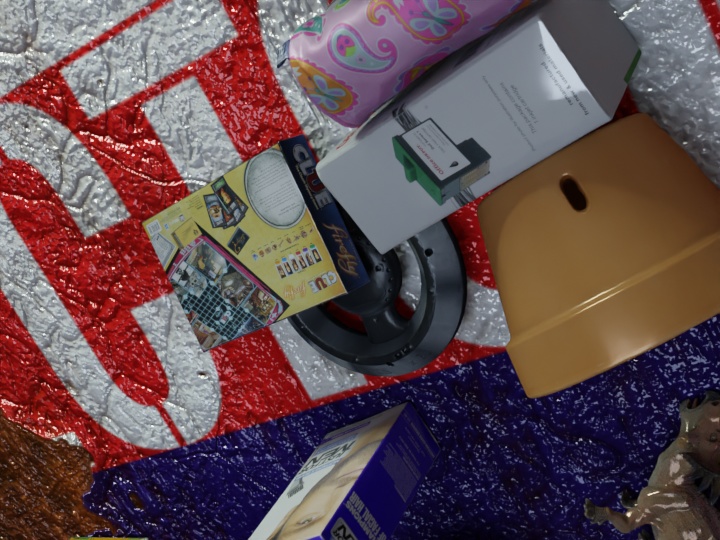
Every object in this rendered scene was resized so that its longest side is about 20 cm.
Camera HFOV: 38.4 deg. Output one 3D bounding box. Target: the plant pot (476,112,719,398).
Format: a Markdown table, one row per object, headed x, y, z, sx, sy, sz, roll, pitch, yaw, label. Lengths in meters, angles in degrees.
| x | y | z | sx | sy | sz | roll | pitch | yaw | label |
| --- | --- | --- | --- | --- | --- | --- | --- | --- | --- |
| 0.174 | -0.017 | 0.732 | 0.200 | 0.200 | 0.140 | -32 | 82 | 34 | plant pot |

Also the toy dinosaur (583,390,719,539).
| x | y | z | sx | sy | sz | roll | pitch | yaw | label |
| --- | --- | --- | --- | --- | --- | --- | --- | --- | --- |
| 0.279 | 0.213 | 0.852 | 0.135 | 0.086 | 0.200 | -20 | 103 | 35 | toy dinosaur |

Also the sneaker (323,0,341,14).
| x | y | z | sx | sy | sz | roll | pitch | yaw | label |
| --- | --- | --- | --- | --- | --- | --- | --- | --- | --- |
| 0.030 | -0.205 | 0.754 | 0.078 | 0.080 | 0.200 | 33 | 129 | -11 | sneaker |

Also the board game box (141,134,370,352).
| x | y | z | sx | sy | sz | roll | pitch | yaw | label |
| --- | --- | --- | --- | --- | --- | --- | --- | --- | --- |
| -0.097 | -0.018 | 0.904 | 0.200 | 0.035 | 0.136 | -22 | 93 | 42 | board game box |

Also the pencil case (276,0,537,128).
| x | y | z | sx | sy | sz | roll | pitch | yaw | label |
| --- | --- | --- | --- | --- | --- | --- | --- | --- | --- |
| 0.040 | -0.174 | 0.673 | 0.200 | 0.087 | 0.088 | -29 | 102 | 35 | pencil case |

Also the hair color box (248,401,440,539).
| x | y | z | sx | sy | sz | roll | pitch | yaw | label |
| --- | --- | --- | --- | --- | --- | --- | --- | --- | --- |
| -0.017 | 0.206 | 0.918 | 0.109 | 0.200 | 0.065 | -27 | 103 | 33 | hair color box |

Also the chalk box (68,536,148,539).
| x | y | z | sx | sy | sz | roll | pitch | yaw | label |
| --- | --- | --- | --- | --- | --- | --- | --- | --- | --- |
| -0.292 | 0.429 | 1.210 | 0.124 | 0.125 | 0.201 | -6 | 112 | 27 | chalk box |

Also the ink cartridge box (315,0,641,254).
| x | y | z | sx | sy | sz | roll | pitch | yaw | label |
| --- | --- | --- | --- | --- | --- | --- | --- | --- | --- |
| 0.084 | -0.113 | 0.736 | 0.200 | 0.146 | 0.084 | -31 | 102 | 34 | ink cartridge box |

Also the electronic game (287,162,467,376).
| x | y | z | sx | sy | sz | roll | pitch | yaw | label |
| --- | --- | --- | --- | --- | --- | --- | --- | --- | --- |
| 0.000 | 0.000 | 0.897 | 0.200 | 0.042 | 0.201 | 13 | 117 | 26 | electronic game |
